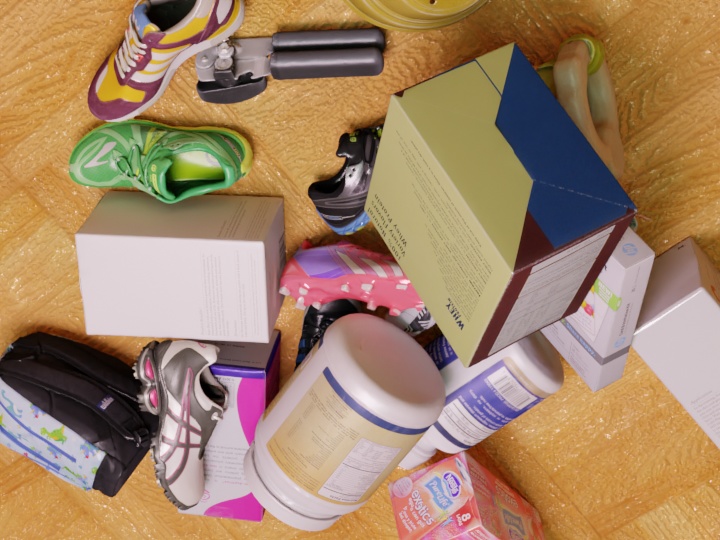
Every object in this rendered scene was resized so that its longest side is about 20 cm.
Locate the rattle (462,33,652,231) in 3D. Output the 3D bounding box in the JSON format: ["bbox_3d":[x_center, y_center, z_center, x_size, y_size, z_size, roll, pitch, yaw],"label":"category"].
[{"bbox_3d":[0.195,-0.123,1.275,0.142,0.130,0.201,-15,119,12],"label":"rattle"}]

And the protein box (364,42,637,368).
[{"bbox_3d":[0.119,-0.056,1.181,0.135,0.199,0.200,-25,158,-19],"label":"protein box"}]

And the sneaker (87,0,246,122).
[{"bbox_3d":[-0.212,-0.227,1.279,0.200,0.090,0.075,-39,68,16],"label":"sneaker"}]

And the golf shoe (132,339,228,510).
[{"bbox_3d":[-0.181,0.168,1.372,0.088,0.077,0.201,-6,115,4],"label":"golf shoe"}]

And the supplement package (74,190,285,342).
[{"bbox_3d":[-0.187,-0.006,1.375,0.199,0.120,0.122,3,117,6],"label":"supplement package"}]

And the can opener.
[{"bbox_3d":[-0.072,-0.212,1.309,0.199,0.053,0.067,-4,149,11],"label":"can opener"}]

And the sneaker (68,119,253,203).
[{"bbox_3d":[-0.214,-0.115,1.347,0.199,0.084,0.074,-2,115,9],"label":"sneaker"}]

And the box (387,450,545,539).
[{"bbox_3d":[0.127,0.294,1.444,0.102,0.095,0.200,-27,140,17],"label":"box"}]

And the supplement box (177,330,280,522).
[{"bbox_3d":[-0.150,0.173,1.465,0.101,0.103,0.201,6,114,5],"label":"supplement box"}]

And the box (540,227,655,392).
[{"bbox_3d":[0.213,0.004,1.276,0.041,0.156,0.200,-25,145,-20],"label":"box"}]

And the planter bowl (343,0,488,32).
[{"bbox_3d":[0.069,-0.297,1.187,0.199,0.084,0.201,-7,125,-10],"label":"planter bowl"}]

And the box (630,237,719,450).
[{"bbox_3d":[0.369,0.086,1.344,0.097,0.125,0.200,-36,105,22],"label":"box"}]

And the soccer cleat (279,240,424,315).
[{"bbox_3d":[0.000,0.000,1.339,0.199,0.077,0.067,-2,147,39],"label":"soccer cleat"}]

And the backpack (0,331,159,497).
[{"bbox_3d":[-0.326,0.155,1.456,0.200,0.163,0.154,36,129,-3],"label":"backpack"}]

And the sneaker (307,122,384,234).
[{"bbox_3d":[0.021,-0.120,1.321,0.083,0.071,0.200,41,115,-14],"label":"sneaker"}]

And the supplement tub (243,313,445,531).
[{"bbox_3d":[-0.020,0.159,1.331,0.144,0.145,0.200,33,118,-9],"label":"supplement tub"}]

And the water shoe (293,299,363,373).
[{"bbox_3d":[-0.039,0.113,1.435,0.071,0.079,0.201,11,116,2],"label":"water shoe"}]

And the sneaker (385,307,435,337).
[{"bbox_3d":[0.069,-0.024,1.362,0.115,0.075,0.200,40,109,-10],"label":"sneaker"}]

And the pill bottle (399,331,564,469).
[{"bbox_3d":[0.109,0.127,1.400,0.200,0.120,0.120,-36,106,21],"label":"pill bottle"}]
